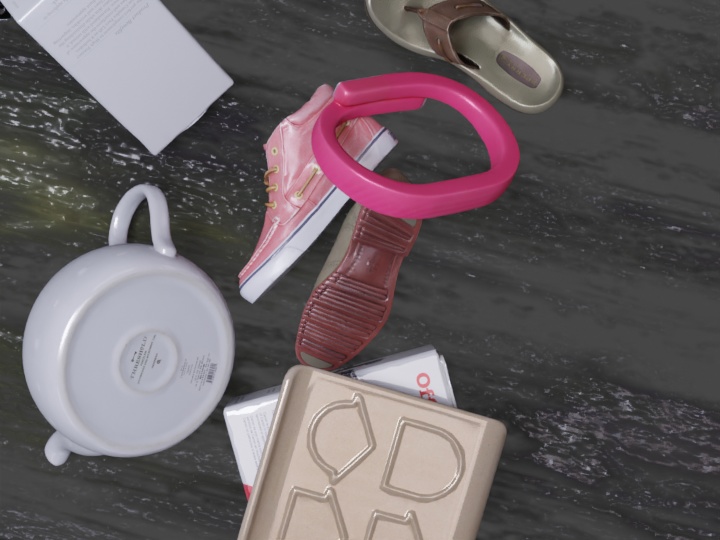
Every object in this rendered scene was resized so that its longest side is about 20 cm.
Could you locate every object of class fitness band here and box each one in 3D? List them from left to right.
[{"bbox_3d":[0.049,-0.109,1.362,0.200,0.037,0.144,-14,59,-38],"label":"fitness band"}]

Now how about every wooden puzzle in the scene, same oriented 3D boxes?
[{"bbox_3d":[0.008,0.191,1.343,0.200,0.046,0.186,16,94,-7],"label":"wooden puzzle"}]

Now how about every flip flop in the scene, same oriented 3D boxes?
[{"bbox_3d":[0.097,-0.210,1.402,0.200,0.058,0.081,35,92,-2],"label":"flip flop"}]

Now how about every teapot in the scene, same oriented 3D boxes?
[{"bbox_3d":[-0.215,0.057,1.373,0.200,0.146,0.198,-35,119,-20],"label":"teapot"}]

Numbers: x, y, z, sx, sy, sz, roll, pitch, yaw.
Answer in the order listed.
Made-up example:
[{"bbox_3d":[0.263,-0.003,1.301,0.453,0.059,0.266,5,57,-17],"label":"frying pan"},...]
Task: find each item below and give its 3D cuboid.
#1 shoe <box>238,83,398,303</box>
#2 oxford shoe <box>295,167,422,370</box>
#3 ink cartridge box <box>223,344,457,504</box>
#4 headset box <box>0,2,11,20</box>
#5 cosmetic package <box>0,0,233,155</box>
[{"bbox_3d":[-0.063,-0.071,1.403,0.091,0.071,0.200,40,86,-1],"label":"shoe"},{"bbox_3d":[0.000,0.000,1.409,0.070,0.075,0.200,25,111,-14],"label":"oxford shoe"},{"bbox_3d":[-0.007,0.161,1.403,0.200,0.084,0.145,-15,93,1],"label":"ink cartridge box"},{"bbox_3d":[-0.330,-0.319,1.377,0.174,0.093,0.200,-1,93,0],"label":"headset box"},{"bbox_3d":[-0.209,-0.200,1.337,0.102,0.200,0.074,-41,48,1],"label":"cosmetic package"}]
